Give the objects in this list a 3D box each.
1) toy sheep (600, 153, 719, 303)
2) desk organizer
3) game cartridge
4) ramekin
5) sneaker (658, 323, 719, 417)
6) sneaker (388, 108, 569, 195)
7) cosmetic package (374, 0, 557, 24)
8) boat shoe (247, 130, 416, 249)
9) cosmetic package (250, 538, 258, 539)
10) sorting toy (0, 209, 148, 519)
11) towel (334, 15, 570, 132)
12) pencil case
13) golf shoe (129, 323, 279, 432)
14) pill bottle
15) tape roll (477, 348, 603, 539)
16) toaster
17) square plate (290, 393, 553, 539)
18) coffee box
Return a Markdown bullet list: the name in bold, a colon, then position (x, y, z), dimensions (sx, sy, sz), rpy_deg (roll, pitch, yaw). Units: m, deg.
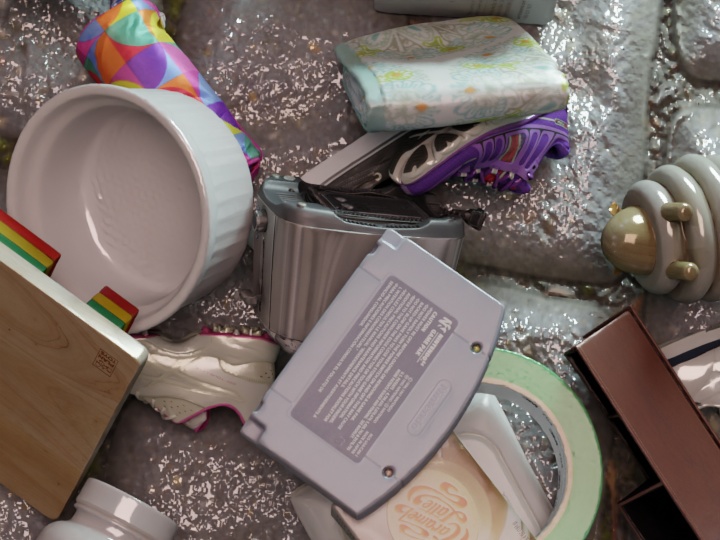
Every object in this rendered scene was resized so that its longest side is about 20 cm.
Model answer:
- **toy sheep**: position (0.295, -0.036, 1.602), dimensions (0.198, 0.138, 0.139), rpy_deg (-7, 76, -16)
- **desk organizer**: position (0.236, 0.140, 1.563), dimensions (0.077, 0.072, 0.201), rpy_deg (-29, 84, -38)
- **game cartridge**: position (0.018, 0.083, 1.453), dimensions (0.133, 0.041, 0.201), rpy_deg (34, 77, 13)
- **ramekin**: position (-0.183, -0.055, 1.555), dimensions (0.199, 0.097, 0.203), rpy_deg (5, 101, 28)
- **sneaker**: position (0.339, 0.076, 1.613), dimensions (0.198, 0.076, 0.081), rpy_deg (-19, 85, 0)
- **sneaker**: position (0.112, -0.098, 1.605), dimensions (0.199, 0.080, 0.084), rpy_deg (-23, 102, -35)
- **cosmetic package**: position (0.101, -0.342, 1.646), dimensions (0.164, 0.167, 0.202), rpy_deg (4, 77, -1)
- **boat shoe**: position (-0.008, -0.069, 1.627), dimensions (0.199, 0.069, 0.057), rpy_deg (-36, 81, -13)
- **cosmetic package**: position (-0.056, 0.327, 1.519), dimensions (0.108, 0.085, 0.200), rpy_deg (-43, 81, -14)
- **sorting toy**: position (-0.277, 0.066, 1.531), dimensions (0.199, 0.199, 0.070), rpy_deg (35, 36, 4)
- **towel**: position (0.072, -0.168, 1.599), dimensions (0.169, 0.200, 0.049), rpy_deg (-9, 112, -5)
- **pencil case**: position (-0.163, -0.145, 1.630), dimensions (0.088, 0.088, 0.201), rpy_deg (-33, 82, -10)
- **golf shoe**: position (-0.166, 0.089, 1.579), dimensions (0.198, 0.075, 0.093), rpy_deg (2, 94, 6)
- **pill bottle**: position (-0.227, 0.274, 1.509), dimensions (0.111, 0.112, 0.201), rpy_deg (27, 77, 4)
- **tape roll**: position (0.098, 0.166, 1.556), dimensions (0.198, 0.048, 0.203), rpy_deg (1, 77, -3)
- **toaster**: position (0.000, 0.000, 1.563), dimensions (0.198, 0.114, 0.131), rpy_deg (3, 109, -22)
- **square plate**: position (0.071, 0.227, 1.579), dimensions (0.197, 0.028, 0.201), rpy_deg (-27, 79, -8)
- **coffee box**: position (0.080, 0.232, 1.473), dimensions (0.114, 0.080, 0.201), rpy_deg (-36, 80, -9)
